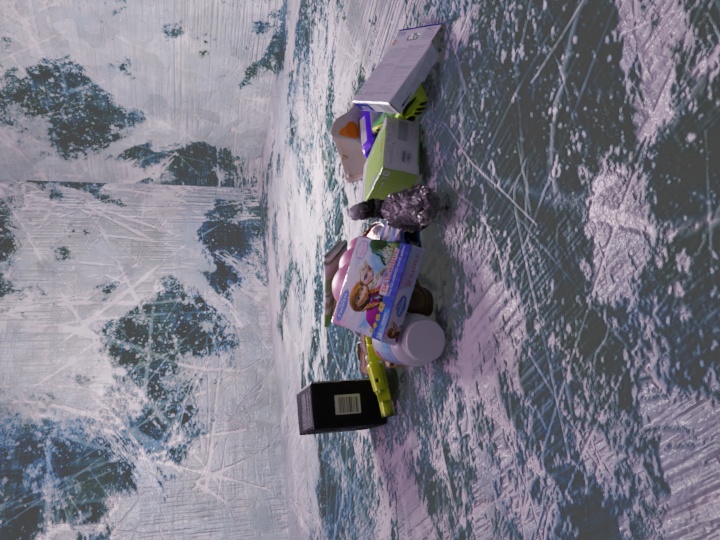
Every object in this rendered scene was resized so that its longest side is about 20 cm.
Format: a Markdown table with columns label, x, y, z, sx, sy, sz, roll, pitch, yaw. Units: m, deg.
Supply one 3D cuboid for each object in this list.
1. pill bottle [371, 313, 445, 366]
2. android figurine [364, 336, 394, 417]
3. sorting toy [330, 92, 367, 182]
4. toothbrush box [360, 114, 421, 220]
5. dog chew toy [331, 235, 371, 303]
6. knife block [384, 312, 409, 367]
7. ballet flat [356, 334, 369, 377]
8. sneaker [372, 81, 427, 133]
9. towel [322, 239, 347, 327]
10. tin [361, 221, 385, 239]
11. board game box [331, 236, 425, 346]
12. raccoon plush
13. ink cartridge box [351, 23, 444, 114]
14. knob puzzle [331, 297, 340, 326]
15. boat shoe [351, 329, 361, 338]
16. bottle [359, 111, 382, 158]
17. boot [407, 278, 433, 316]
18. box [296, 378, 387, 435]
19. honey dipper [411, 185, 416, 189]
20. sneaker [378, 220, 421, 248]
| label | x | y | z | sx | sy | sz | roll | pitch | yaw |
| --- | --- | --- | --- | --- | --- | --- | --- | --- | --- |
| pill bottle | 0.100 | 0.144 | 1.355 | 0.200 | 0.108 | 0.109 | 164 | 105 | -74 |
| android figurine | 0.044 | 0.258 | 1.585 | 0.182 | 0.041 | 0.201 | 74 | -178 | -78 |
| sorting toy | -0.001 | -0.362 | 1.712 | 0.200 | 0.106 | 0.181 | 69 | -156 | -62 |
| toothbrush box | 0.065 | -0.227 | 1.475 | 0.200 | 0.086 | 0.146 | 122 | 156 | -59 |
| dog chew toy | 0.000 | 0.000 | 1.538 | 0.125 | 0.124 | 0.201 | 110 | 170 | -49 |
| knife block | 0.064 | 0.150 | 1.564 | 0.176 | 0.064 | 0.201 | 125 | 142 | -64 |
| ballet flat | 0.017 | 0.180 | 1.697 | 0.067 | 0.068 | 0.201 | 7 | 97 | 43 |
| sneaker | 0.092 | -0.365 | 1.463 | 0.200 | 0.074 | 0.084 | -33 | 50 | 58 |
| towel | -0.073 | 0.031 | 1.731 | 0.149 | 0.031 | 0.201 | -51 | -32 | -60 |
| tin | 0.025 | -0.038 | 1.657 | 0.200 | 0.042 | 0.112 | -49 | 37 | 41 |
| board game box | 0.032 | 0.036 | 1.349 | 0.199 | 0.041 | 0.201 | 12 | 83 | 57 |
| raccoon plush | 0.074 | -0.115 | 1.313 | 0.134 | 0.199 | 0.097 | -39 | -67 | -85 |
| ink cartridge box | 0.086 | -0.430 | 1.395 | 0.200 | 0.041 | 0.199 | -56 | 28 | 0 |
| knob puzzle | -0.034 | 0.068 | 1.784 | 0.220 | 0.030 | 0.221 | 10 | -90 | -75 |
| boat shoe | 0.014 | 0.082 | 1.736 | 0.068 | 0.071 | 0.201 | -177 | 95 | -75 |
| bottle | 0.039 | -0.361 | 1.604 | 0.065 | 0.083 | 0.201 | -39 | 46 | 44 |
| boot | 0.092 | 0.051 | 1.441 | 0.200 | 0.075 | 0.074 | -144 | 57 | -72 |
| box | -0.054 | 0.363 | 1.726 | 0.197 | 0.199 | 0.125 | 133 | 133 | -68 |
| honey dipper | 0.102 | -0.100 | 1.491 | 0.038 | 0.038 | 0.201 | -121 | 39 | -61 |
| sneaker | 0.082 | -0.044 | 1.428 | 0.082 | 0.074 | 0.201 | 28 | 107 | 42 |
